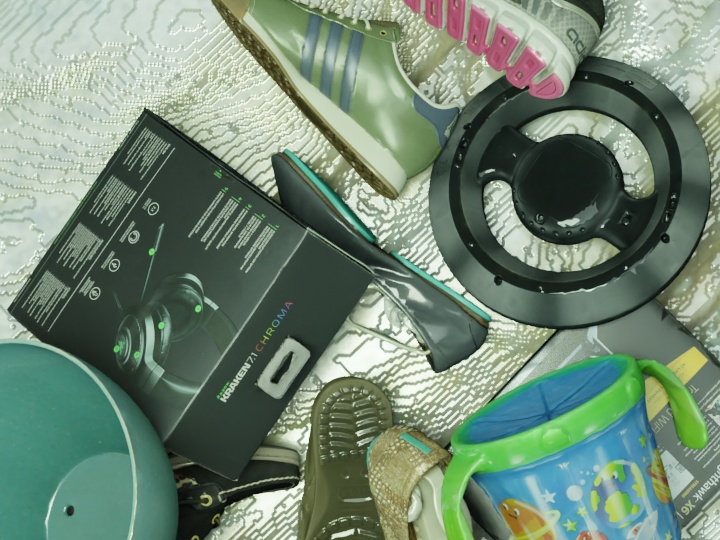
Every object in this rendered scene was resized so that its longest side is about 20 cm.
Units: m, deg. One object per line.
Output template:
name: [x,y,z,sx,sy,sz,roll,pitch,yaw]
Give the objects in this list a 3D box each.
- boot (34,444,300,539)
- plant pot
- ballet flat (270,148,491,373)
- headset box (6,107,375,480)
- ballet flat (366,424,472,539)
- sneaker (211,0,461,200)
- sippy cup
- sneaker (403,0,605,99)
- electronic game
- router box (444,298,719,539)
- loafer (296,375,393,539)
boot: [-0.124,0.203,1.466,0.199,0.073,0.152,-7,74,-25]
plant pot: [-0.192,0.154,1.345,0.199,0.135,0.202,-6,76,25]
ballet flat: [0.000,0.000,1.502,0.200,0.073,0.073,40,91,2]
headset box: [-0.112,0.018,1.449,0.200,0.093,0.175,35,91,37]
ballet flat: [0.055,0.201,1.456,0.070,0.065,0.201,-34,117,-30]
sneaker: [-0.012,-0.150,1.514,0.090,0.067,0.200,-42,85,-7]
sippy cup: [0.146,0.142,1.409,0.177,0.140,0.131,-24,99,11]
sneaker: [0.092,-0.208,1.503,0.200,0.074,0.087,41,66,18]
electronic game: [0.144,-0.056,1.487,0.198,0.042,0.202,-5,71,14]
router box: [0.168,0.122,1.493,0.157,0.052,0.200,45,91,4]
loafer: [-0.007,0.166,1.500,0.075,0.067,0.202,6,104,-3]
